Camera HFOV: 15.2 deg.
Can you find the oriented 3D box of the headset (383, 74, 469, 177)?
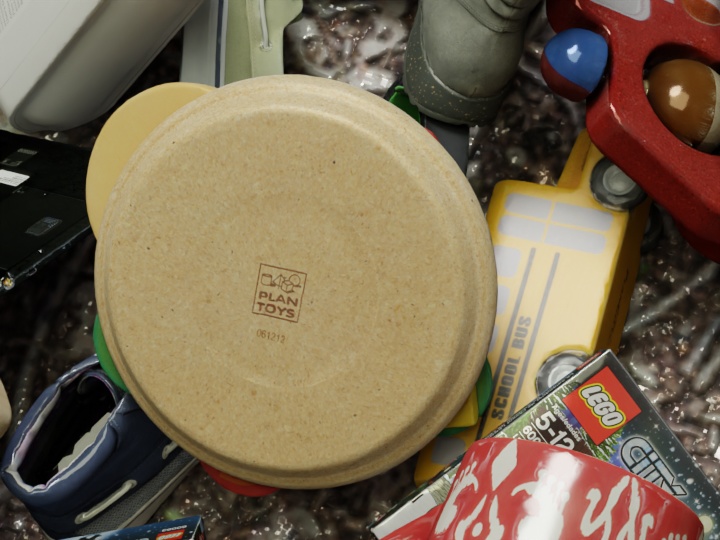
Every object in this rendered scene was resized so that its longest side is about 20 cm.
[{"bbox_3d":[0.000,0.000,1.316,0.094,0.123,0.200,11,88,-15],"label":"headset"}]

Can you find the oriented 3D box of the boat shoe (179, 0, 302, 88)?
[{"bbox_3d":[-0.061,-0.139,1.388,0.062,0.072,0.200,3,107,-5],"label":"boat shoe"}]

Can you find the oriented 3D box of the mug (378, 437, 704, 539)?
[{"bbox_3d":[0.042,0.172,1.120,0.177,0.133,0.200,24,73,-6],"label":"mug"}]

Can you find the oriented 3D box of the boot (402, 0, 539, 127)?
[{"bbox_3d":[0.064,-0.176,1.289,0.068,0.131,0.200,10,46,-17],"label":"boot"}]

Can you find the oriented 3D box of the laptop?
[{"bbox_3d":[-0.201,0.026,1.362,0.200,0.103,0.177,-38,32,-30],"label":"laptop"}]

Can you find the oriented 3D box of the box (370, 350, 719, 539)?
[{"bbox_3d":[0.118,0.156,1.229,0.137,0.038,0.200,-37,89,-3],"label":"box"}]

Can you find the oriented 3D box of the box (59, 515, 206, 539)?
[{"bbox_3d":[-0.158,0.201,1.273,0.200,0.038,0.137,-11,101,7],"label":"box"}]

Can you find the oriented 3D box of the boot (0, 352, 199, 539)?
[{"bbox_3d":[-0.094,0.050,1.332,0.073,0.090,0.200,33,77,21],"label":"boot"}]

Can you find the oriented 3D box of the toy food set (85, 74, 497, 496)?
[{"bbox_3d":[-0.033,0.008,1.249,0.200,0.049,0.198,-3,97,14],"label":"toy food set"}]

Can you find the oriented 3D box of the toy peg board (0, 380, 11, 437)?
[{"bbox_3d":[-0.285,0.050,1.301,0.200,0.098,0.199,-49,53,34],"label":"toy peg board"}]

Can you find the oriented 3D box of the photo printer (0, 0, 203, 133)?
[{"bbox_3d":[-0.149,-0.173,1.388,0.069,0.200,0.167,-5,71,-29],"label":"photo printer"}]

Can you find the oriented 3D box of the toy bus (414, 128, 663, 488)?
[{"bbox_3d":[0.091,0.025,1.322,0.078,0.065,0.200,10,71,17],"label":"toy bus"}]

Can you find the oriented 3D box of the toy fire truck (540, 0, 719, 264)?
[{"bbox_3d":[0.158,-0.102,1.285,0.168,0.112,0.200,20,53,-20],"label":"toy fire truck"}]
